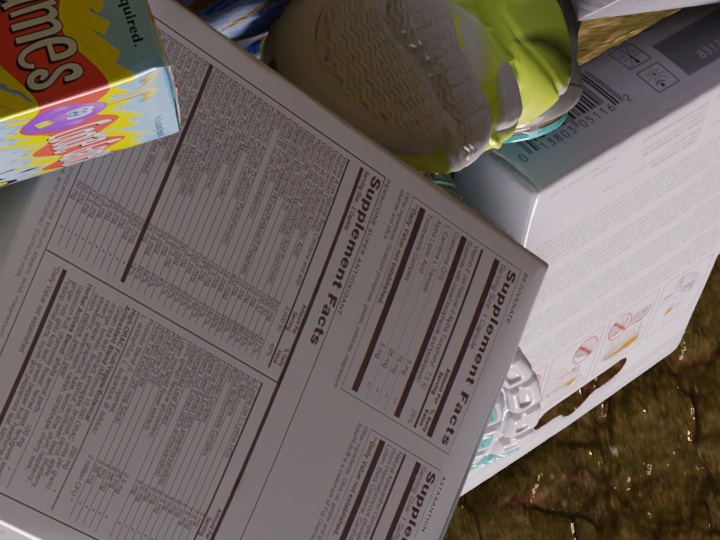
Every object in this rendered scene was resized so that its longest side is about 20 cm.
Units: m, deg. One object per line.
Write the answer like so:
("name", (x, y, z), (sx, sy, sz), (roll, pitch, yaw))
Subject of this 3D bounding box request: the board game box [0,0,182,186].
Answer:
("board game box", (-0.153, -0.058, 0.645), (0.200, 0.105, 0.103), (-18, 176, -4))

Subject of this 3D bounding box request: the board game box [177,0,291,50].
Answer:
("board game box", (-0.016, -0.115, 0.926), (0.199, 0.041, 0.200), (-15, 175, -38))

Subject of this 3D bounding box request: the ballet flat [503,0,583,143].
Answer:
("ballet flat", (0.057, -0.111, 1.094), (0.067, 0.064, 0.200), (-15, -159, 5))

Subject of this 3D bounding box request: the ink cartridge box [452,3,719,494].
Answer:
("ink cartridge box", (0.096, -0.010, 1.161), (0.160, 0.047, 0.200), (-31, 151, -34))

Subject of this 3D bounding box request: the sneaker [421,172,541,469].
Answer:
("sneaker", (0.023, 0.005, 1.068), (0.077, 0.091, 0.200), (-12, 141, 1))

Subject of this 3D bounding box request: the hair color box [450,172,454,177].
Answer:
("hair color box", (0.000, 0.000, 1.163), (0.100, 0.200, 0.061), (30, 175, 42))

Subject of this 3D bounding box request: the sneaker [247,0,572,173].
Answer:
("sneaker", (-0.004, -0.058, 0.915), (0.105, 0.076, 0.200), (-19, 177, 26))

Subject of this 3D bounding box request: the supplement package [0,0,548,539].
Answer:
("supplement package", (-0.079, 0.017, 0.819), (0.152, 0.151, 0.200), (10, 164, 45))

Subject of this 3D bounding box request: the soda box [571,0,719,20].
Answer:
("soda box", (0.155, -0.146, 1.088), (0.068, 0.064, 0.200), (-23, 174, 39))
